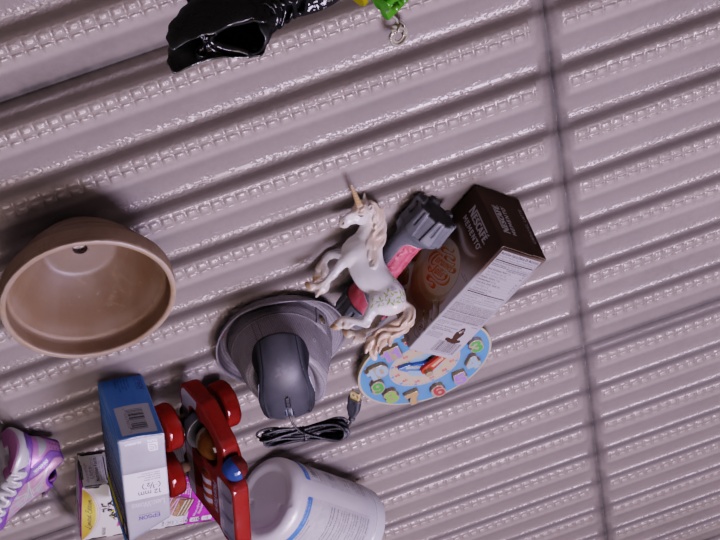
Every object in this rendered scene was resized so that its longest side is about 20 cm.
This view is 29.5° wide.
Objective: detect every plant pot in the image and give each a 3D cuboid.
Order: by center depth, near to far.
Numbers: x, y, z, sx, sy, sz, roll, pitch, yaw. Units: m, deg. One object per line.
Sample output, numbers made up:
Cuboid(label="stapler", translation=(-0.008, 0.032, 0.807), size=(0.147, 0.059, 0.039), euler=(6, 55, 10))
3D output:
Cuboid(label="plant pot", translation=(-0.318, 0.004, 1.574), size=(0.201, 0.093, 0.201), euler=(-12, 139, -10))

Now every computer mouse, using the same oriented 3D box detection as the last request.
Cuboid(label="computer mouse", translation=(-0.066, 0.161, 1.750), size=(0.140, 0.046, 0.200), euler=(-4, 129, -6))

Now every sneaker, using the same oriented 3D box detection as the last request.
Cuboid(label="sneaker", translation=(-0.101, -0.251, 1.361), size=(0.200, 0.104, 0.060), euler=(-8, 139, -15))
Cuboid(label="sneaker", translation=(-0.463, 0.292, 1.862), size=(0.088, 0.081, 0.200), euler=(3, 135, -37))

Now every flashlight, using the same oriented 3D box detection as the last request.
Cuboid(label="flashlight", translation=(0.047, -0.004, 1.739), size=(0.068, 0.068, 0.200), euler=(13, 131, -38))

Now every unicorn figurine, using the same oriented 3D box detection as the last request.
Cuboid(label="unicorn figurine", translation=(0.000, 0.000, 1.694), size=(0.137, 0.074, 0.200), euler=(-34, 101, 18))

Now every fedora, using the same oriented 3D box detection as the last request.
Cuboid(label="fedora", translation=(-0.096, 0.121, 1.803), size=(0.177, 0.090, 0.200), euler=(-24, 141, 5))

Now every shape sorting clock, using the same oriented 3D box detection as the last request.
Cuboid(label="shape sorting clock", translation=(0.092, 0.133, 1.938), size=(0.200, 0.039, 0.200), euler=(-12, 140, -10))

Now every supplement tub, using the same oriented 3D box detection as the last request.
Cuboid(label="supplement tub", translation=(-0.073, 0.367, 2.066), size=(0.132, 0.132, 0.200), euler=(-40, 136, 23))

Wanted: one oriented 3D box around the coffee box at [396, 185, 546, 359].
Cuboid(label="coffee box", translation=(0.132, 0.004, 1.748), size=(0.080, 0.114, 0.200), euler=(16, 128, -35))

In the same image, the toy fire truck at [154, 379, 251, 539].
Cuboid(label="toy fire truck", translation=(-0.195, 0.252, 1.821), size=(0.112, 0.168, 0.200), euler=(-20, 130, -29))

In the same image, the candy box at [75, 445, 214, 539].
Cuboid(label="candy box", translation=(-0.305, 0.314, 1.961), size=(0.200, 0.061, 0.136), euler=(-6, 138, -16))

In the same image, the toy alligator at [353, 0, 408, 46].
Cuboid(label="toy alligator", translation=(0.024, -0.291, 1.393), size=(0.059, 0.054, 0.200), euler=(-46, 141, -9))

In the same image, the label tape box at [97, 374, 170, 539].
Cuboid(label="label tape box", translation=(-0.295, 0.260, 1.794), size=(0.066, 0.143, 0.200), euler=(-11, 121, -16))
